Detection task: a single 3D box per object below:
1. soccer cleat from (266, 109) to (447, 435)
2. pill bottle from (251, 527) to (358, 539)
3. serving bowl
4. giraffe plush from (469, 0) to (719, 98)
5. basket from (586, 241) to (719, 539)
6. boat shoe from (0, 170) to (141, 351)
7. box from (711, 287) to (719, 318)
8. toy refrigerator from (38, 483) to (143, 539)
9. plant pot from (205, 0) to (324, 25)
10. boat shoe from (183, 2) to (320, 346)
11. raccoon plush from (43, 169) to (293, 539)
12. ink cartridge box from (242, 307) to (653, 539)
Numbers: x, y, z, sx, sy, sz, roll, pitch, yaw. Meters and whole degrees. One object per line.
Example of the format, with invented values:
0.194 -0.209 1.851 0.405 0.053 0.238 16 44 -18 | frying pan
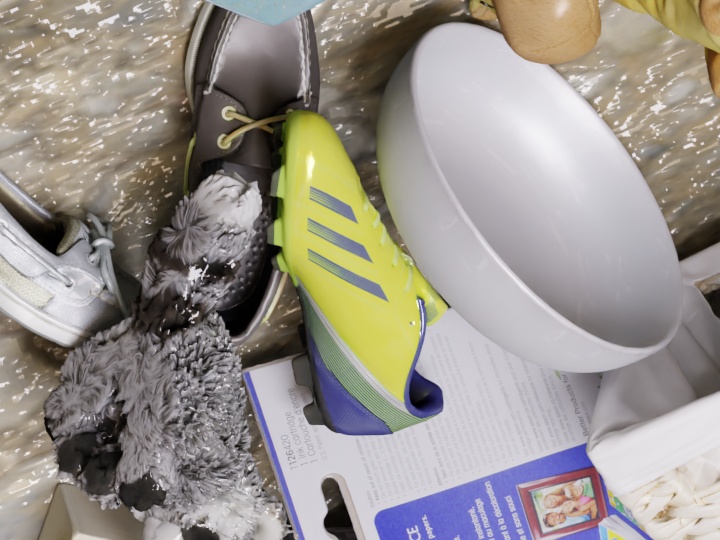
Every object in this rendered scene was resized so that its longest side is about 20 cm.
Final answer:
0.000 0.000 1.350 0.083 0.065 0.201 -4 127 8 | soccer cleat
0.014 0.197 1.468 0.199 0.114 0.114 -1 111 -15 | pill bottle
0.076 -0.028 1.368 0.200 0.200 0.066 39 123 -24 | serving bowl
0.124 -0.164 1.334 0.162 0.200 0.173 -10 119 4 | giraffe plush
0.211 0.072 1.383 0.135 0.200 0.124 -27 106 22 | basket
-0.175 -0.022 1.357 0.202 0.074 0.065 34 103 -17 | boat shoe
0.217 0.086 1.520 0.039 0.041 0.201 -2 110 -14 | box
-0.156 0.226 1.458 0.076 0.070 0.201 15 107 -20 | toy refrigerator
-0.051 -0.230 1.197 0.196 0.196 0.200 20 114 -20 | plant pot
-0.056 -0.060 1.379 0.071 0.061 0.202 3 110 -15 | boat shoe
-0.065 0.063 1.354 0.134 0.097 0.200 23 107 -49 | raccoon plush
0.060 0.117 1.423 0.199 0.047 0.198 -17 70 -5 | ink cartridge box
